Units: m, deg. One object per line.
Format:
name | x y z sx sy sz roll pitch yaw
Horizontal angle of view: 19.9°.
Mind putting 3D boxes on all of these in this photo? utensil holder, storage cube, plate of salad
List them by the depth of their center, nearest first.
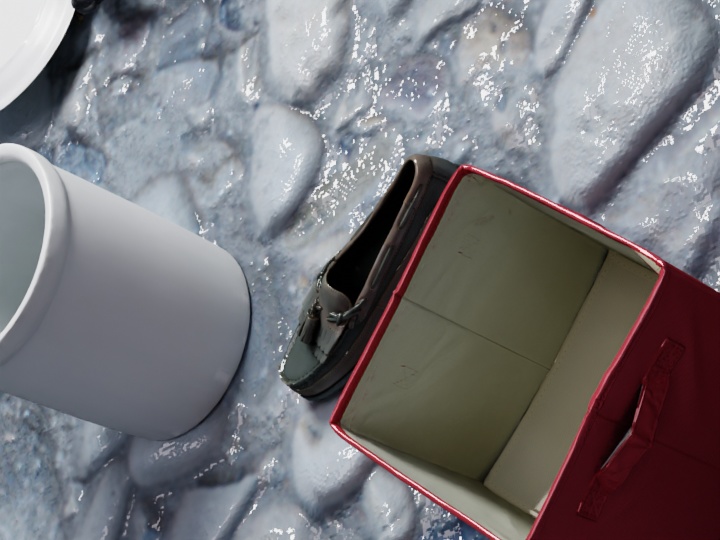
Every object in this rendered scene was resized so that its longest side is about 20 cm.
storage cube | 0.126 0.068 1.150 0.200 0.179 0.172 30 93 49
utensil holder | -0.202 0.021 1.494 0.169 0.199 0.171 -22 57 38
plate of salad | -0.315 -0.211 1.832 0.199 0.048 0.201 -24 49 30

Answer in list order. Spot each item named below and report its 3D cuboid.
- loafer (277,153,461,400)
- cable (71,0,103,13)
loafer | 0.000 0.000 1.398 0.200 0.063 0.072 -51 43 15
cable | -0.198 -0.321 1.716 0.200 0.050 0.164 121 160 -47
